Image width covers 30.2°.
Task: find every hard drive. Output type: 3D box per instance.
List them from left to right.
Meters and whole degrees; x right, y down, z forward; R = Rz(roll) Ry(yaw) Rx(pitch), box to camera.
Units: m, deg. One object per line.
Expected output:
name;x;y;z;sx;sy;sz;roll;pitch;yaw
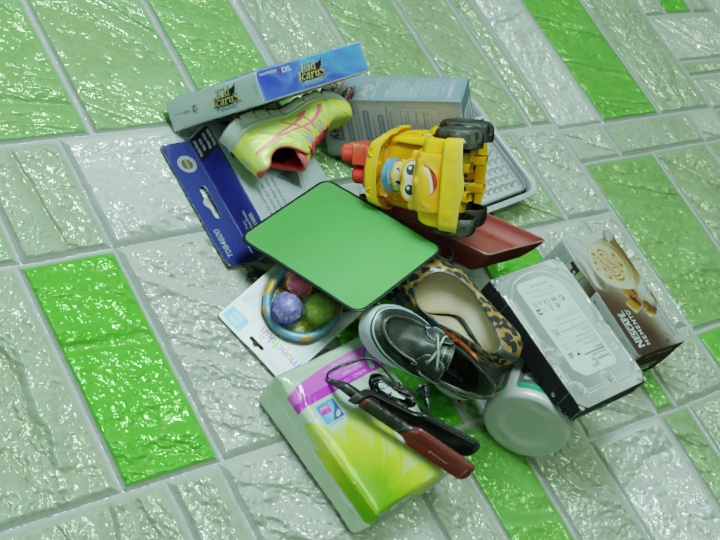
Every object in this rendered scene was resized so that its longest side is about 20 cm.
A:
hard drive;0.254;0.082;1.671;0.140;0.038;0.200;-16;66;-41

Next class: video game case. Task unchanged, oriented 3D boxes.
video game case;-0.120;-0.239;1.729;0.200;0.181;0.045;-25;99;-45

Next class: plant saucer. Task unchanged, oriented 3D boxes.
plant saucer;0.119;-0.055;1.775;0.200;0.037;0.200;26;19;24

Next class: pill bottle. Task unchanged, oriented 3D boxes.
pill bottle;0.236;0.133;1.725;0.113;0.113;0.200;35;44;-7

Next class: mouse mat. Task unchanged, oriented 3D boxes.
mouse mat;-0.023;-0.033;1.613;0.200;0.008;0.161;33;51;28

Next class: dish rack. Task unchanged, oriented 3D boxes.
dish rack;0.152;-0.164;1.960;0.172;0.044;0.200;-21;69;-44

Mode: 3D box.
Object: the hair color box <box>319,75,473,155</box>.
hair color box;0.050;-0.208;1.807;0.200;0.099;0.061;3;44;16

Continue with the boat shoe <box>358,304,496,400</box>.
boat shoe;0.087;0.096;1.580;0.200;0.071;0.072;30;72;-34

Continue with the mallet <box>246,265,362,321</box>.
mallet;-0.047;0.041;1.660;0.200;0.066;0.041;21;73;0

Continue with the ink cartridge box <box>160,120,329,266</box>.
ink cartridge box;-0.128;-0.108;1.717;0.200;0.041;0.200;-15;65;-42

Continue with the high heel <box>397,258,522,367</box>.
high heel;0.107;0.039;1.570;0.200;0.071;0.143;35;6;3

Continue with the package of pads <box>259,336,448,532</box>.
package of pads;0.000;0.186;1.550;0.154;0.068;0.200;-23;72;-43

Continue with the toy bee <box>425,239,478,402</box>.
toy bee;0.119;0.063;1.705;0.131;0.109;0.200;6;92;-9

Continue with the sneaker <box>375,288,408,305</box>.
sneaker;0.000;0.000;1.696;0.200;0.078;0.086;4;58;-33

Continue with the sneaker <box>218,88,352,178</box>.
sneaker;-0.083;-0.168;1.719;0.200;0.078;0.090;-24;71;-35

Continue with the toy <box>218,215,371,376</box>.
toy;-0.058;0.025;1.599;0.115;0.047;0.200;45;65;8

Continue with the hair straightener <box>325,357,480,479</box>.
hair straightener;0.051;0.160;1.534;0.200;0.041;0.077;30;45;-5

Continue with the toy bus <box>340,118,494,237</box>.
toy bus;0.064;-0.126;1.671;0.192;0.136;0.200;8;13;11

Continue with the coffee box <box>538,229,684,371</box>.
coffee box;0.353;0.049;1.900;0.114;0.080;0.200;-12;64;-41
